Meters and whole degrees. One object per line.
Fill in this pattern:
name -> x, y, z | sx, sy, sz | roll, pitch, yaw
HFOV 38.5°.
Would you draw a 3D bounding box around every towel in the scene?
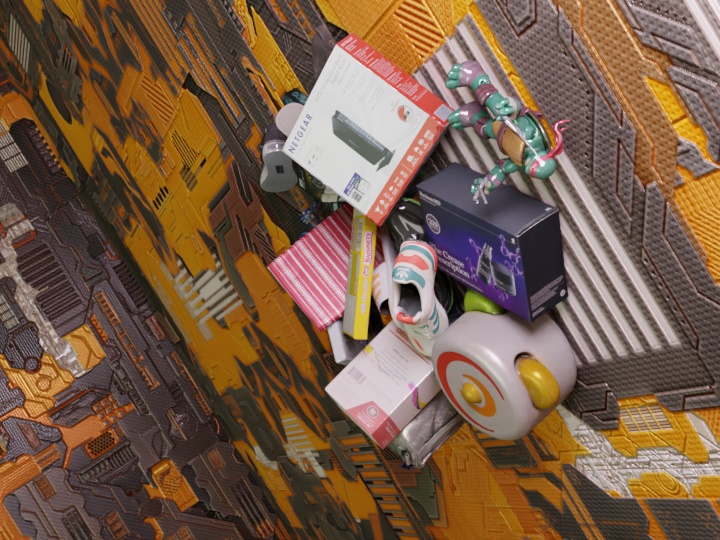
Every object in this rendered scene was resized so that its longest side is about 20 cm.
towel -> -0.031, -0.015, 1.653 | 0.145, 0.200, 0.023 | 49, 170, 15

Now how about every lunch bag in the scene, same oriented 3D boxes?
lunch bag -> 0.100, 0.206, 1.657 | 0.167, 0.200, 0.140 | 32, 154, 46

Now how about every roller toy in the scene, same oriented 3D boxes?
roller toy -> 0.197, 0.139, 1.442 | 0.200, 0.139, 0.183 | 41, 151, 24

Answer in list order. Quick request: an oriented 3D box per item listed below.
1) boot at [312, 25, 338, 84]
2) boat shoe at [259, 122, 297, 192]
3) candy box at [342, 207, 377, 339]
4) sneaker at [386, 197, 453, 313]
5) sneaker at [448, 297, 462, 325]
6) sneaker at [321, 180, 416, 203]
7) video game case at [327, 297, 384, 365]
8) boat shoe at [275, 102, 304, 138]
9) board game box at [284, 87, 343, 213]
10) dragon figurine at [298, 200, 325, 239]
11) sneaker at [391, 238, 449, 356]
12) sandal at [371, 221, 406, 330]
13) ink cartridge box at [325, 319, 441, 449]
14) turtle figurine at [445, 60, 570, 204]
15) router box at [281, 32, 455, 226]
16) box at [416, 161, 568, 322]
boot -> -0.006, -0.243, 1.497 | 0.174, 0.069, 0.201 | 37, 143, 46
boat shoe -> -0.150, -0.201, 1.832 | 0.200, 0.069, 0.067 | 89, 175, -73
candy box -> 0.000, 0.000, 1.564 | 0.102, 0.026, 0.202 | -163, 79, -82
sneaker -> 0.086, -0.014, 1.515 | 0.076, 0.084, 0.201 | -15, 106, 26
sneaker -> 0.129, 0.073, 1.604 | 0.200, 0.074, 0.081 | 41, 148, 30
sneaker -> 0.008, -0.141, 1.576 | 0.199, 0.073, 0.081 | 6, 94, 49
video game case -> -0.013, 0.070, 1.722 | 0.182, 0.023, 0.201 | 23, -133, -59
boat shoe -> -0.055, -0.184, 1.579 | 0.200, 0.074, 0.060 | 40, 177, 33
board game box -> -0.067, -0.190, 1.719 | 0.135, 0.028, 0.201 | 40, 151, 36
dragon figurine -> -0.070, -0.049, 1.862 | 0.100, 0.059, 0.200 | 50, 159, 19
sneaker -> 0.075, 0.059, 1.447 | 0.070, 0.094, 0.201 | 8, 131, 22
sandal -> 0.045, 0.013, 1.594 | 0.079, 0.059, 0.208 | 38, -145, -43
ink cartridge box -> 0.059, 0.157, 1.576 | 0.116, 0.200, 0.068 | 40, 170, 35
turtle figurine -> 0.168, -0.153, 1.202 | 0.200, 0.100, 0.150 | -122, 32, -41
router box -> 0.008, -0.187, 1.398 | 0.179, 0.049, 0.200 | 37, 132, 4
box -> 0.173, -0.041, 1.363 | 0.200, 0.079, 0.142 | 32, 143, 47
